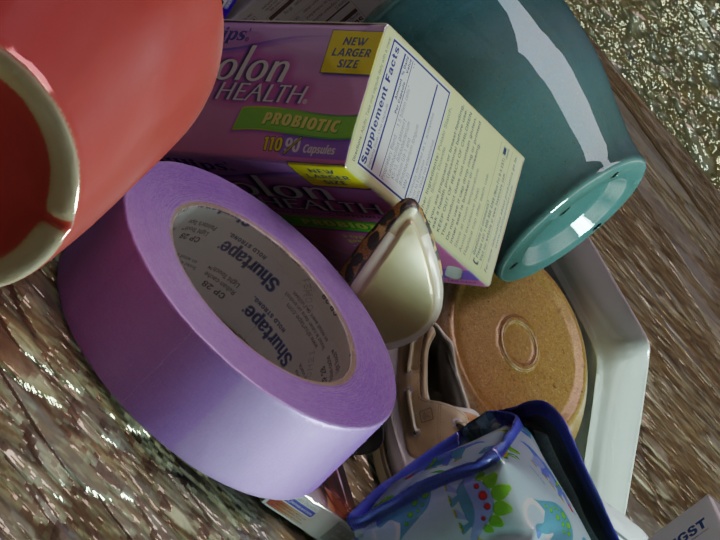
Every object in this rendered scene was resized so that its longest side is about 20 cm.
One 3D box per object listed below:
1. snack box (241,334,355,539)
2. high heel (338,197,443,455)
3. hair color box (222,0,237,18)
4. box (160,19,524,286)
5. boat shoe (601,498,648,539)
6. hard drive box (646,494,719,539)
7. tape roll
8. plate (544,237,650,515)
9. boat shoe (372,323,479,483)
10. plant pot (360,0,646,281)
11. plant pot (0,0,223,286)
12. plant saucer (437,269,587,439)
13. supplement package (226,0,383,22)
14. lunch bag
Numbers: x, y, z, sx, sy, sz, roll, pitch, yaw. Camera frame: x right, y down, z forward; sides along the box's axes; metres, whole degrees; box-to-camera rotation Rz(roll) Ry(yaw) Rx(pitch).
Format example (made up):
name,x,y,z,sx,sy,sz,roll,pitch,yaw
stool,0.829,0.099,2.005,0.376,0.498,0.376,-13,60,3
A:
name,x,y,z,sx,sy,sz,roll,pitch,yaw
snack box,-0.049,0.080,1.368,0.072,0.024,0.200,37,22,-37
high heel,0.000,0.000,1.437,0.071,0.201,0.143,1,41,-15
hair color box,-0.173,-0.264,1.641,0.109,0.065,0.200,35,2,37
box,-0.020,-0.075,1.460,0.200,0.175,0.097,39,63,-53
boat shoe,0.134,0.179,1.595,0.200,0.068,0.057,35,61,-34
hard drive box,0.218,0.273,1.453,0.077,0.156,0.200,38,20,-36
tape roll,-0.074,0.032,1.278,0.200,0.066,0.200,38,23,-19
plate,0.172,0.073,1.799,0.200,0.032,0.201,-115,-159,-47
boat shoe,0.050,0.115,1.484,0.075,0.068,0.201,35,25,-50
plant pot,0.099,-0.104,1.616,0.188,0.200,0.200,52,15,15
plant pot,-0.181,-0.093,1.107,0.201,0.200,0.178,47,27,-15
plant saucer,0.105,0.058,1.650,0.200,0.035,0.201,19,61,-38
supplement package,-0.019,-0.205,1.747,0.111,0.200,0.156,48,17,-13
lunch bag,0.095,0.178,1.356,0.171,0.127,0.200,64,14,0
